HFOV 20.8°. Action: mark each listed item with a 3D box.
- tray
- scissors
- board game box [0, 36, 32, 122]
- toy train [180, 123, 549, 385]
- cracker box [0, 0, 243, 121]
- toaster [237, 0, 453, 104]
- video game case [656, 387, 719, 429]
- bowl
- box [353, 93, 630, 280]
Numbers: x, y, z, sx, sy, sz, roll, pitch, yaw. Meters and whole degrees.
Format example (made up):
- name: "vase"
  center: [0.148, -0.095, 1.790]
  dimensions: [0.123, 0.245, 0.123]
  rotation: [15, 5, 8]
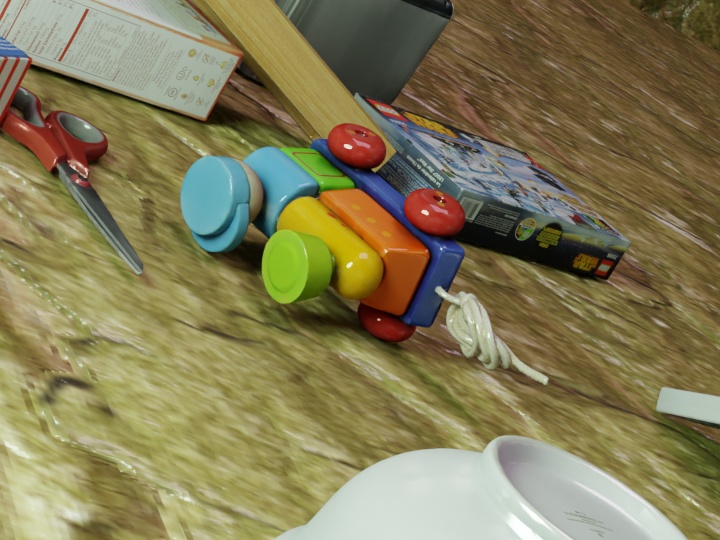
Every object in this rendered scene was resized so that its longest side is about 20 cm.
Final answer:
- name: "tray"
  center: [-0.061, -0.150, 1.291]
  dimensions: [0.200, 0.037, 0.099]
  rotation: [49, -2, -30]
- name: "scissors"
  center: [-0.156, -0.051, 1.016]
  dimensions: [0.073, 0.014, 0.200]
  rotation: [26, 17, -24]
- name: "board game box"
  center: [-0.286, -0.142, 0.988]
  dimensions: [0.200, 0.046, 0.151]
  rotation: [36, 16, 17]
- name: "toy train"
  center: [0.000, 0.000, 1.030]
  dimensions: [0.115, 0.085, 0.200]
  rotation: [-1, 34, -44]
- name: "cracker box"
  center: [-0.188, -0.171, 1.239]
  dimensions: [0.200, 0.058, 0.134]
  rotation: [17, 22, -45]
- name: "toaster"
  center: [-0.055, -0.223, 1.531]
  dimensions: [0.200, 0.119, 0.181]
  rotation: [12, 23, -51]
- name: "video game case"
  center: [0.297, 0.109, 1.192]
  dimensions: [0.199, 0.018, 0.143]
  rotation: [17, -3, -14]
- name: "bowl"
  center: [0.066, 0.125, 0.733]
  dimensions: [0.200, 0.091, 0.201]
  rotation: [28, 16, -8]
- name: "box"
  center: [0.090, -0.060, 1.441]
  dimensions: [0.200, 0.040, 0.137]
  rotation: [15, 23, -45]
